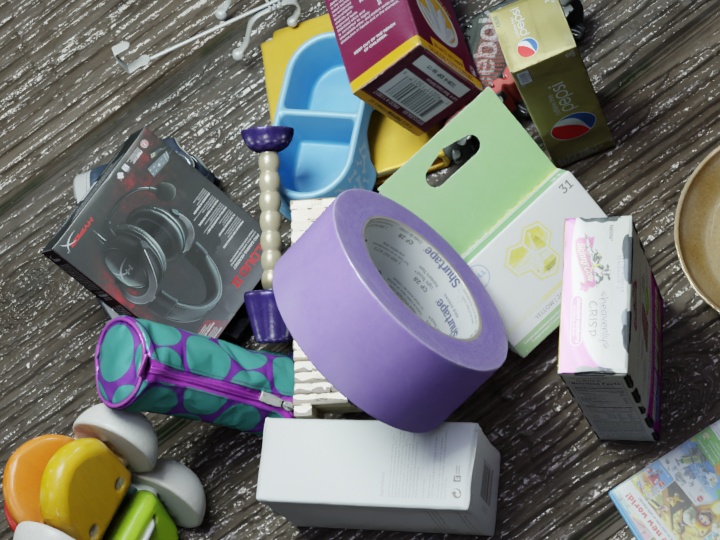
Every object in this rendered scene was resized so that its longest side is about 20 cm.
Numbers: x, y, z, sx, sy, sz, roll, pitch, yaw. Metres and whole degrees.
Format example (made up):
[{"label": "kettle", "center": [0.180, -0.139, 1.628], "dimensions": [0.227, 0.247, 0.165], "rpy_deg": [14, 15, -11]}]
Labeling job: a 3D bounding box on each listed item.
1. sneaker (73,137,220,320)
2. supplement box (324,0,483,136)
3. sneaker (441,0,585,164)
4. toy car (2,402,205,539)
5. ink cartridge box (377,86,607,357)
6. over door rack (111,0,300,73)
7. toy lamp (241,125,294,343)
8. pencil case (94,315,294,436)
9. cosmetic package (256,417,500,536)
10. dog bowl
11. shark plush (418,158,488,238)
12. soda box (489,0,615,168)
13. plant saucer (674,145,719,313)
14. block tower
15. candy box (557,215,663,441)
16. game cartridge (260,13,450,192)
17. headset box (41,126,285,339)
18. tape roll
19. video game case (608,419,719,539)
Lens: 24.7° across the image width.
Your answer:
[{"label": "sneaker", "center": [-0.205, -0.040, 1.652], "dimensions": [0.145, 0.077, 0.204], "rpy_deg": [-23, 62, 12]}, {"label": "supplement box", "center": [0.032, -0.246, 1.585], "dimensions": [0.085, 0.110, 0.202], "rpy_deg": [-33, 54, 24]}, {"label": "sneaker", "center": [0.131, -0.197, 1.607], "dimensions": [0.097, 0.071, 0.201], "rpy_deg": [32, 84, 32]}, {"label": "toy car", "center": [-0.251, 0.228, 1.505], "dimensions": [0.149, 0.201, 0.176], "rpy_deg": [2, 51, 36]}, {"label": "ink cartridge box", "center": [0.134, -0.044, 1.497], "dimensions": [0.145, 0.048, 0.200], "rpy_deg": [-42, 102, -1]}, {"label": "over door rack", "center": [-0.175, -0.282, 1.725], "dimensions": [0.198, 0.067, 0.149], "rpy_deg": [-18, 52, -9]}, {"label": "toy lamp", "center": [-0.085, -0.033, 1.550], "dimensions": [0.057, 0.058, 0.203], "rpy_deg": [-5, 87, 16]}, {"label": "pencil case", "center": [-0.145, 0.099, 1.501], "dimensions": [0.092, 0.199, 0.086], "rpy_deg": [14, 88, 49]}, {"label": "cosmetic package", "center": [0.017, 0.185, 1.469], "dimensions": [0.197, 0.113, 0.082], "rpy_deg": [2, 70, 17]}, {"label": "dog bowl", "center": [-0.034, -0.144, 1.619], "dimensions": [0.110, 0.050, 0.202], "rpy_deg": [5, 71, 21]}, {"label": "shark plush", "center": [0.081, -0.030, 1.532], "dimensions": [0.199, 0.091, 0.084], "rpy_deg": [-36, 88, -29]}, {"label": "soda box", "center": [0.178, -0.172, 1.506], "dimensions": [0.063, 0.200, 0.068], "rpy_deg": [-21, 63, 9]}, {"label": "plant saucer", "center": [0.383, -0.035, 1.475], "dimensions": [0.198, 0.035, 0.203], "rpy_deg": [-7, 67, 15]}, {"label": "block tower", "center": [-0.031, 0.037, 1.510], "dimensions": [0.057, 0.054, 0.203], "rpy_deg": [-4, 75, 13]}, {"label": "candy box", "center": [0.216, 0.054, 1.403], "dimensions": [0.060, 0.200, 0.138], "rpy_deg": [-1, 68, 17]}, {"label": "game cartridge", "center": [-0.008, -0.174, 1.669], "dimensions": [0.174, 0.032, 0.202], "rpy_deg": [-15, 63, 13]}, {"label": "headset box", "center": [-0.182, -0.015, 1.583], "dimensions": [0.200, 0.077, 0.149], "rpy_deg": [40, 77, -13]}, {"label": "tape roll", "center": [0.026, 0.033, 1.396], "dimensions": [0.085, 0.199, 0.201], "rpy_deg": [-44, 60, 25]}, {"label": "video game case", "center": [0.333, 0.197, 1.410], "dimensions": [0.199, 0.018, 0.144], "rpy_deg": [-33, 63, 3]}]
